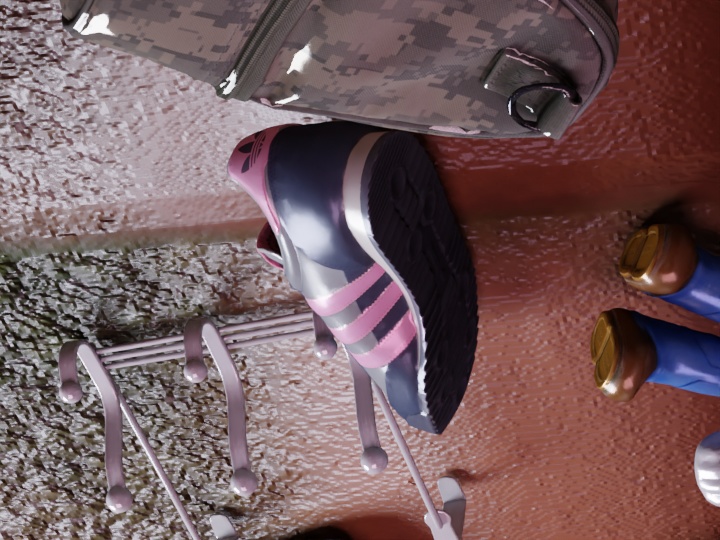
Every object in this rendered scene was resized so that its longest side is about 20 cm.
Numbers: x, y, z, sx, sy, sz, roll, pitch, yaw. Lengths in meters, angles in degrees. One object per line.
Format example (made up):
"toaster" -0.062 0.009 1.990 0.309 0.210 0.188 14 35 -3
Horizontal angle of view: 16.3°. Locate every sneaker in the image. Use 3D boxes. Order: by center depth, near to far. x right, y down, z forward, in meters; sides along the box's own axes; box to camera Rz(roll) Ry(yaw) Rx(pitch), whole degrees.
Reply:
"sneaker" 0.000 0.000 1.128 0.082 0.070 0.200 10 145 23

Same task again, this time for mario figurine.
"mario figurine" 0.211 0.043 1.121 0.199 0.106 0.124 15 140 -12

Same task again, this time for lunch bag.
"lunch bag" 0.012 -0.148 0.812 0.167 0.201 0.139 21 143 -16

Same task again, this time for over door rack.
"over door rack" -0.045 0.097 1.246 0.147 0.067 0.200 -9 141 18

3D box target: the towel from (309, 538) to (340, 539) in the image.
"towel" -0.068 0.210 1.413 0.200 0.049 0.112 -20 136 29
